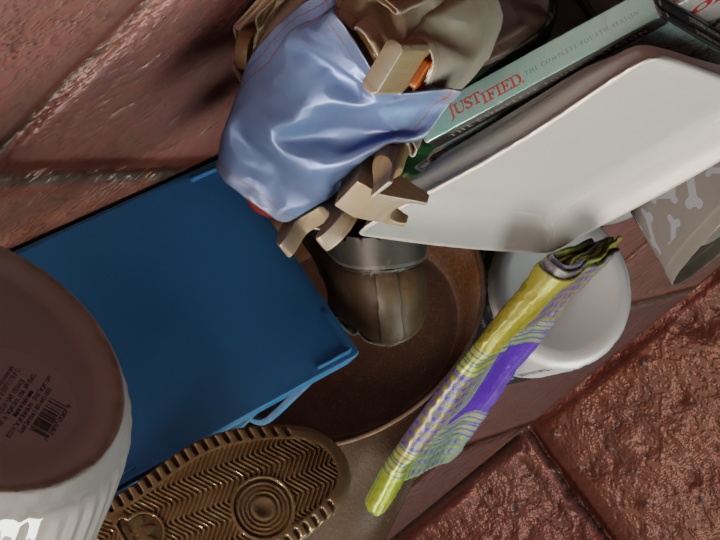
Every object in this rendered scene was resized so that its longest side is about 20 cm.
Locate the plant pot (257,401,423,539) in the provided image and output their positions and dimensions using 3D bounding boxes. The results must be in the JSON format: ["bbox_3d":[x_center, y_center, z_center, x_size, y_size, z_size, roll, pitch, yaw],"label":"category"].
[{"bbox_3d":[-0.029,0.102,1.522,0.200,0.187,0.187,-50,169,-3],"label":"plant pot"}]

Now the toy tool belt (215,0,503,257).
[{"bbox_3d":[-0.018,-0.073,1.144,0.200,0.125,0.123,-51,-170,40],"label":"toy tool belt"}]

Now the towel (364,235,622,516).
[{"bbox_3d":[0.081,0.059,1.407,0.200,0.023,0.144,-53,170,17],"label":"towel"}]

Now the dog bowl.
[{"bbox_3d":[0.248,-0.080,1.440,0.200,0.059,0.200,-41,170,-8],"label":"dog bowl"}]

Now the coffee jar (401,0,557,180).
[{"bbox_3d":[0.043,-0.113,1.296,0.104,0.086,0.200,-25,166,-12],"label":"coffee jar"}]

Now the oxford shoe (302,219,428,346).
[{"bbox_3d":[0.000,0.000,1.366,0.072,0.085,0.200,-6,-167,-3],"label":"oxford shoe"}]

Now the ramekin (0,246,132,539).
[{"bbox_3d":[-0.199,0.071,1.055,0.200,0.200,0.105,-23,153,-50],"label":"ramekin"}]

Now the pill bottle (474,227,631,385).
[{"bbox_3d":[0.098,0.026,1.586,0.106,0.107,0.200,-32,-177,-21],"label":"pill bottle"}]

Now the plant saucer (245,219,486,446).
[{"bbox_3d":[-0.013,0.034,1.443,0.200,0.201,0.037,-36,139,-6],"label":"plant saucer"}]

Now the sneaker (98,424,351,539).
[{"bbox_3d":[-0.102,0.147,1.235,0.199,0.070,0.109,-24,167,-14],"label":"sneaker"}]

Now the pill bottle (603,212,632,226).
[{"bbox_3d":[0.156,-0.086,1.584,0.116,0.117,0.200,-37,180,0],"label":"pill bottle"}]

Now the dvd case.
[{"bbox_3d":[0.136,-0.093,1.267,0.145,0.022,0.200,-27,160,23],"label":"dvd case"}]

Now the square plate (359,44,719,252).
[{"bbox_3d":[0.124,-0.066,1.250,0.198,0.029,0.200,-30,161,31],"label":"square plate"}]

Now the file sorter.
[{"bbox_3d":[-0.133,0.054,1.304,0.199,0.139,0.123,-27,168,-39],"label":"file sorter"}]

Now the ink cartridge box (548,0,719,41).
[{"bbox_3d":[0.191,-0.169,1.318,0.145,0.084,0.200,-30,166,-15],"label":"ink cartridge box"}]
